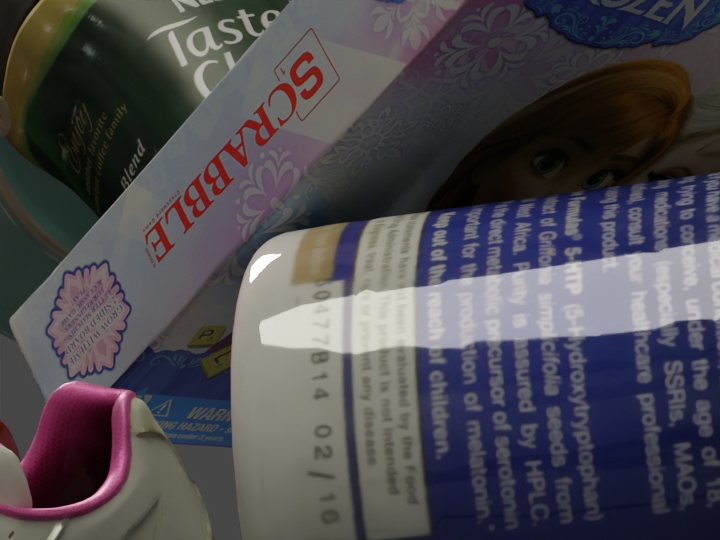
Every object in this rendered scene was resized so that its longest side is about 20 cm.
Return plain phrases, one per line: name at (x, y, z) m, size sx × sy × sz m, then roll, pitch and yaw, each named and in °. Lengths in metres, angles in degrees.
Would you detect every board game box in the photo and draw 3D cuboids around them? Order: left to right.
board game box at (0.046, -0.027, 0.729) m, size 0.200 × 0.041 × 0.200 m, roll 6°, pitch -44°, yaw -47°

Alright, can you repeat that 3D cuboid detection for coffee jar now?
coffee jar at (-0.036, -0.034, 0.894) m, size 0.104 × 0.085 × 0.200 m, roll -22°, pitch 56°, yaw -32°

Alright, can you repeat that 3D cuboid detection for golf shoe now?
golf shoe at (-0.110, 0.087, 0.629) m, size 0.075 × 0.092 × 0.200 m, roll 4°, pitch 20°, yaw 42°

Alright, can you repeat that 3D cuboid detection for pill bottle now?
pill bottle at (0.081, 0.038, 0.631) m, size 0.199 × 0.120 × 0.120 m, roll -8°, pitch 13°, yaw 10°

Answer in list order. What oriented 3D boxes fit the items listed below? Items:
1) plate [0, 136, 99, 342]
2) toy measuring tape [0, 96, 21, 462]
plate at (-0.075, -0.065, 0.998) m, size 0.200 × 0.201 × 0.026 m, roll -16°, pitch 16°, yaw -26°
toy measuring tape at (-0.125, 0.037, 0.828) m, size 0.073 × 0.074 × 0.200 m, roll -6°, pitch 43°, yaw 15°
